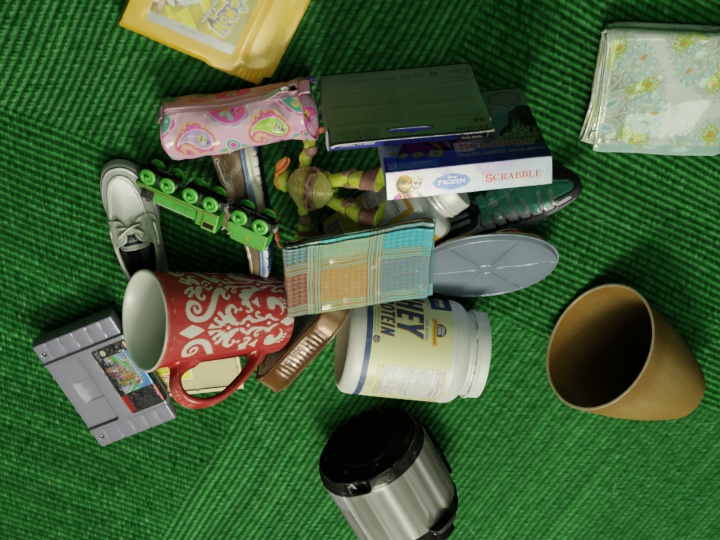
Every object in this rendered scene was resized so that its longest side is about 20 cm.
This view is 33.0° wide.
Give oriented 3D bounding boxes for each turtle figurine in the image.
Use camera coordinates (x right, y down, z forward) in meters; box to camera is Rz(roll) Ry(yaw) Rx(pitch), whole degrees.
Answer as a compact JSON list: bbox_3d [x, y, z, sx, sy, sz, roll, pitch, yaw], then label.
[{"bbox_3d":[-0.048,-0.115,1.550,0.161,0.064,0.201,11,101,21],"label":"turtle figurine"}]

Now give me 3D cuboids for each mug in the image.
[{"bbox_3d":[-0.202,0.083,1.629,0.200,0.133,0.178,-3,101,-36],"label":"mug"}]

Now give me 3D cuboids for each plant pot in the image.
[{"bbox_3d":[0.403,0.141,1.750,0.200,0.187,0.186,27,117,-35],"label":"plant pot"}]

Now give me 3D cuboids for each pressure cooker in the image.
[{"bbox_3d":[0.048,0.328,1.821,0.178,0.176,0.200,-22,118,13],"label":"pressure cooker"}]

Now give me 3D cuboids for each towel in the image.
[{"bbox_3d":[0.000,0.000,1.564,0.199,0.022,0.147,-10,139,-8],"label":"towel"},{"bbox_3d":[0.394,-0.234,1.576,0.199,0.048,0.172,1,123,-6],"label":"towel"}]

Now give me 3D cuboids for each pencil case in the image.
[{"bbox_3d":[-0.150,-0.191,1.516,0.199,0.088,0.088,-8,123,11],"label":"pencil case"}]

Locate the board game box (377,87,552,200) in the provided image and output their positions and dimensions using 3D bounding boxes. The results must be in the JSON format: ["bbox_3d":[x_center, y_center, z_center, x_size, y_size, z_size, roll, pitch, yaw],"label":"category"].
[{"bbox_3d":[0.120,-0.160,1.507,0.199,0.200,0.041,-6,122,-2],"label":"board game box"}]

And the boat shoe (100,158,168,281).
[{"bbox_3d":[-0.296,-0.051,1.615,0.073,0.065,0.200,-14,122,4],"label":"boat shoe"}]

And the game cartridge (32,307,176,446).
[{"bbox_3d":[-0.359,0.154,1.726,0.129,0.038,0.200,-19,122,12],"label":"game cartridge"}]

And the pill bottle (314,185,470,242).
[{"bbox_3d":[0.043,-0.064,1.613,0.200,0.109,0.109,-33,119,16],"label":"pill bottle"}]

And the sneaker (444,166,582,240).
[{"bbox_3d":[0.211,-0.076,1.657,0.199,0.075,0.088,-19,141,14],"label":"sneaker"}]

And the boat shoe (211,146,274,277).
[{"bbox_3d":[-0.158,-0.084,1.611,0.072,0.072,0.201,-5,113,3],"label":"boat shoe"}]

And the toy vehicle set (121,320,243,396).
[{"bbox_3d":[-0.274,0.124,1.749,0.199,0.027,0.125,-5,122,-2],"label":"toy vehicle set"}]

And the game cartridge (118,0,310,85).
[{"bbox_3d":[-0.167,-0.334,1.469,0.200,0.032,0.177,22,118,-17],"label":"game cartridge"}]

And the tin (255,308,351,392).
[{"bbox_3d":[-0.079,0.086,1.691,0.042,0.112,0.200,36,117,-14],"label":"tin"}]

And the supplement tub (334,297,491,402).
[{"bbox_3d":[0.071,0.108,1.703,0.199,0.145,0.145,6,121,-10],"label":"supplement tub"}]

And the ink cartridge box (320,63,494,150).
[{"bbox_3d":[0.053,-0.189,1.482,0.199,0.200,0.041,-5,122,-1],"label":"ink cartridge box"}]

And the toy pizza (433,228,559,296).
[{"bbox_3d":[0.169,-0.014,1.650,0.199,0.032,0.200,-3,157,-1],"label":"toy pizza"}]

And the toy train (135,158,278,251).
[{"bbox_3d":[-0.199,-0.082,1.561,0.200,0.042,0.057,24,127,6],"label":"toy train"}]
